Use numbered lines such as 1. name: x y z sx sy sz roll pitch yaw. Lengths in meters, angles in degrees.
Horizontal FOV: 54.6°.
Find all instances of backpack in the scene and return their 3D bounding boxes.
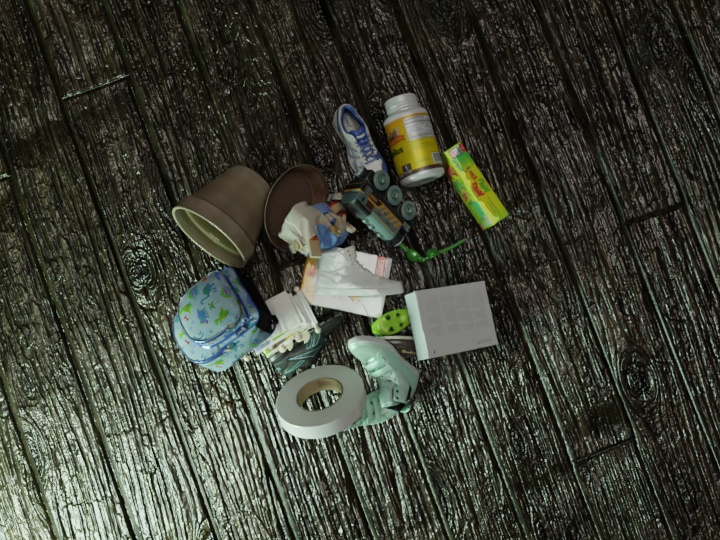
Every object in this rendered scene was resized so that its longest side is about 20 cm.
1. backpack: -0.314 0.109 1.528 0.200 0.147 0.183 -41 59 9

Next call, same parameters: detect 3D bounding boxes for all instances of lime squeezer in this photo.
1. lime squeezer: 0.150 -0.050 1.649 0.199 0.038 0.071 5 54 -2

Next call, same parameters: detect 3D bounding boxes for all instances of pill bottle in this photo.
1. pill bottle: 0.119 -0.303 1.622 0.109 0.109 0.201 -16 87 -5

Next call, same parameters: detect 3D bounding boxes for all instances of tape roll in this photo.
1. tape roll: -0.085 0.284 1.527 0.202 0.203 0.037 -17 120 -5

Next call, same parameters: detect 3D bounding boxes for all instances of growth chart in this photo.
1. growth chart: -0.196 0.124 1.574 0.199 0.018 0.145 -24 66 6

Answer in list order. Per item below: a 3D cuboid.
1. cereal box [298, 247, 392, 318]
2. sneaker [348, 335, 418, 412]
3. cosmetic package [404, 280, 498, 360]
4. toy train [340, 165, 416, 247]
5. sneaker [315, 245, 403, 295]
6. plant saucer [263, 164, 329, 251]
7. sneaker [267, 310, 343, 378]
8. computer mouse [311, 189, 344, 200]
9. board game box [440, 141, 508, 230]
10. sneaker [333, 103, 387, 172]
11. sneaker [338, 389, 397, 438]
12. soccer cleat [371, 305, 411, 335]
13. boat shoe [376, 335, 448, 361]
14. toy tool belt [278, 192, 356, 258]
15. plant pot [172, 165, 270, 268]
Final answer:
1. cereal box: -0.035 0.023 1.622 0.199 0.040 0.145 11 84 -2
2. sneaker: 0.049 0.231 1.527 0.200 0.074 0.119 37 42 -23
3. cosmetic package: 0.208 0.112 1.585 0.199 0.052 0.152 -7 79 -29
4. toy train: 0.043 -0.143 1.582 0.200 0.085 0.114 44 67 -32
5. sneaker: 0.000 0.000 1.571 0.199 0.074 0.116 2 88 -3
6. plant saucer: -0.152 -0.144 1.577 0.037 0.200 0.201 21 83 38
7. sneaker: -0.115 0.168 1.600 0.199 0.075 0.079 -35 101 1
8. computer mouse: -0.041 -0.187 1.641 0.199 0.034 0.059 6 86 -3
9. board game box: 0.260 -0.194 1.627 0.047 0.102 0.201 -34 89 -4
10. sneaker: -0.003 -0.294 1.625 0.075 0.088 0.201 -33 90 -7
11. sneaker: 0.012 0.321 1.564 0.199 0.118 0.074 -16 87 -5
12. soccer cleat: 0.118 0.109 1.616 0.199 0.081 0.068 -10 83 -26
13. boat shoe: 0.107 0.180 1.604 0.200 0.072 0.061 -1 82 -6
14. toy tool belt: -0.076 -0.087 1.557 0.123 0.200 0.125 45 128 20
15. plant pot: -0.289 -0.135 1.557 0.199 0.200 0.174 34 69 -1
